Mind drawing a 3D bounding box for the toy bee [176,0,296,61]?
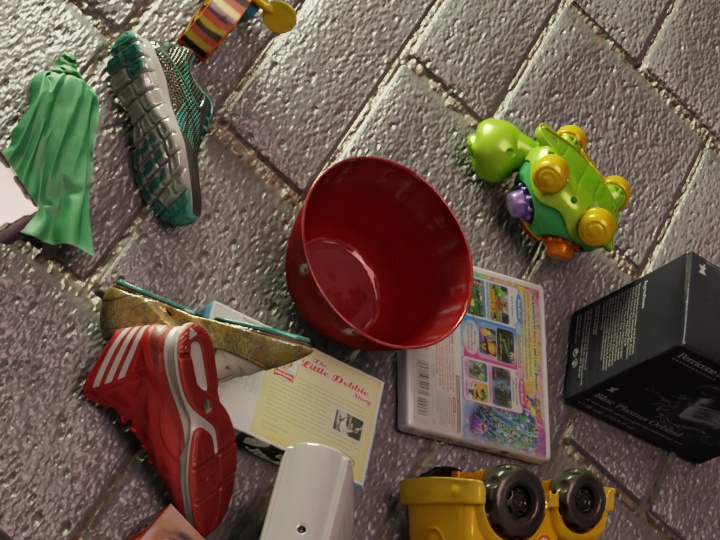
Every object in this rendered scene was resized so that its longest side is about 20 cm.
[{"bbox_3d":[-0.119,-0.311,1.929,0.131,0.109,0.201,19,59,-25],"label":"toy bee"}]

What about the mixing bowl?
[{"bbox_3d":[0.000,0.000,1.868,0.200,0.108,0.201,16,60,-30],"label":"mixing bowl"}]

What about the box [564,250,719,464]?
[{"bbox_3d":[0.355,0.097,2.014,0.196,0.200,0.118,25,57,-23],"label":"box"}]

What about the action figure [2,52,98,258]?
[{"bbox_3d":[-0.287,-0.114,1.753,0.118,0.055,0.201,20,63,-24],"label":"action figure"}]

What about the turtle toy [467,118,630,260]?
[{"bbox_3d":[0.204,-0.092,2.057,0.200,0.101,0.146,48,27,-4],"label":"turtle toy"}]

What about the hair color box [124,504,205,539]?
[{"bbox_3d":[-0.194,0.311,1.618,0.111,0.064,0.200,46,50,-8],"label":"hair color box"}]

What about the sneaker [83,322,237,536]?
[{"bbox_3d":[-0.182,0.139,1.709,0.078,0.115,0.201,-27,117,-58],"label":"sneaker"}]

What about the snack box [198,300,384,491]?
[{"bbox_3d":[-0.076,0.122,1.804,0.200,0.037,0.117,27,57,-22],"label":"snack box"}]

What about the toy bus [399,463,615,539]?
[{"bbox_3d":[0.145,0.285,1.835,0.199,0.136,0.193,6,79,-36],"label":"toy bus"}]

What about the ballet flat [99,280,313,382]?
[{"bbox_3d":[-0.144,0.067,1.728,0.199,0.071,0.071,17,56,5],"label":"ballet flat"}]

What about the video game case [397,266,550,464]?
[{"bbox_3d":[0.117,0.089,1.966,0.182,0.024,0.201,16,60,-29],"label":"video game case"}]

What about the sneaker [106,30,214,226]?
[{"bbox_3d":[-0.175,-0.140,1.834,0.091,0.078,0.201,-3,73,-40],"label":"sneaker"}]

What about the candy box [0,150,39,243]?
[{"bbox_3d":[-0.403,-0.085,1.625,0.168,0.072,0.200,-33,90,-26],"label":"candy box"}]

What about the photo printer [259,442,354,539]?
[{"bbox_3d":[-0.057,0.276,1.670,0.069,0.167,0.201,10,59,7],"label":"photo printer"}]
